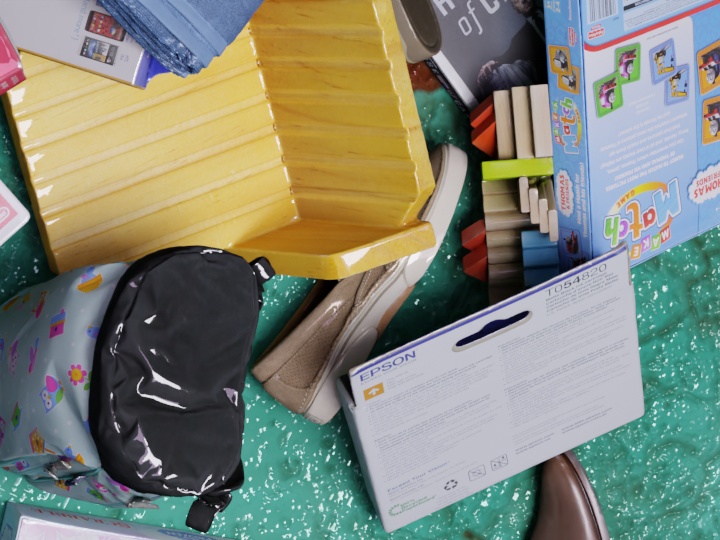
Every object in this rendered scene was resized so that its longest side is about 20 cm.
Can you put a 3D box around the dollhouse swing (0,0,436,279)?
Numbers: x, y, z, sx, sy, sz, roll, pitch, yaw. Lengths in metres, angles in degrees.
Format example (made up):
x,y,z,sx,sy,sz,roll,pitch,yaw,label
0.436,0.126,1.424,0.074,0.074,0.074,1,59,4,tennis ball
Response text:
x,y,z,sx,sy,sz,roll,pitch,yaw,label
-0.089,-0.082,1.662,0.175,0.181,0.201,-26,111,-37,dollhouse swing

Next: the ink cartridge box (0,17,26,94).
x,y,z,sx,sy,sz,roll,pitch,yaw,label
-0.301,-0.121,1.489,0.199,0.086,0.148,-31,94,-7,ink cartridge box

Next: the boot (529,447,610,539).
x,y,z,sx,sy,sz,roll,pitch,yaw,label
0.069,0.224,1.841,0.199,0.064,0.188,-12,102,-15,boot

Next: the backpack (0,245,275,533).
x,y,z,sx,sy,sz,roll,pitch,yaw,label
-0.148,0.067,1.647,0.126,0.200,0.168,21,72,-26,backpack

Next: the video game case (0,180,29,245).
x,y,z,sx,sy,sz,roll,pitch,yaw,label
-0.304,-0.059,1.547,0.143,0.017,0.200,-42,96,-11,video game case

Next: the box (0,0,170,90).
x,y,z,sx,sy,sz,roll,pitch,yaw,label
-0.183,-0.186,1.612,0.199,0.041,0.120,17,92,9,box

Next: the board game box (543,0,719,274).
x,y,z,sx,sy,sz,roll,pitch,yaw,label
0.185,-0.108,1.783,0.151,0.036,0.201,-23,117,-39,board game box

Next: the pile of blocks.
x,y,z,sx,sy,sz,roll,pitch,yaw,label
0.095,-0.028,1.772,0.062,0.082,0.201,-5,114,2,pile of blocks

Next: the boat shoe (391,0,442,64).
x,y,z,sx,sy,sz,roll,pitch,yaw,label
-0.020,-0.214,1.706,0.068,0.072,0.201,-21,91,24,boat shoe

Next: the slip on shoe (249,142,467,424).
x,y,z,sx,sy,sz,roll,pitch,yaw,label
0.000,0.000,1.764,0.060,0.076,0.201,30,93,-10,slip on shoe

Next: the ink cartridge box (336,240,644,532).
x,y,z,sx,sy,sz,roll,pitch,yaw,label
0.084,0.066,1.754,0.199,0.041,0.200,-24,145,-8,ink cartridge box

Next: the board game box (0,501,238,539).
x,y,z,sx,sy,sz,roll,pitch,yaw,label
-0.153,0.263,1.765,0.199,0.041,0.201,13,96,-23,board game box

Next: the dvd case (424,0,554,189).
x,y,z,sx,sy,sz,roll,pitch,yaw,label
0.113,-0.166,1.798,0.150,0.025,0.200,-42,113,-10,dvd case

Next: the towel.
x,y,z,sx,sy,sz,roll,pitch,yaw,label
-0.075,-0.218,1.569,0.200,0.048,0.112,-54,131,-11,towel
